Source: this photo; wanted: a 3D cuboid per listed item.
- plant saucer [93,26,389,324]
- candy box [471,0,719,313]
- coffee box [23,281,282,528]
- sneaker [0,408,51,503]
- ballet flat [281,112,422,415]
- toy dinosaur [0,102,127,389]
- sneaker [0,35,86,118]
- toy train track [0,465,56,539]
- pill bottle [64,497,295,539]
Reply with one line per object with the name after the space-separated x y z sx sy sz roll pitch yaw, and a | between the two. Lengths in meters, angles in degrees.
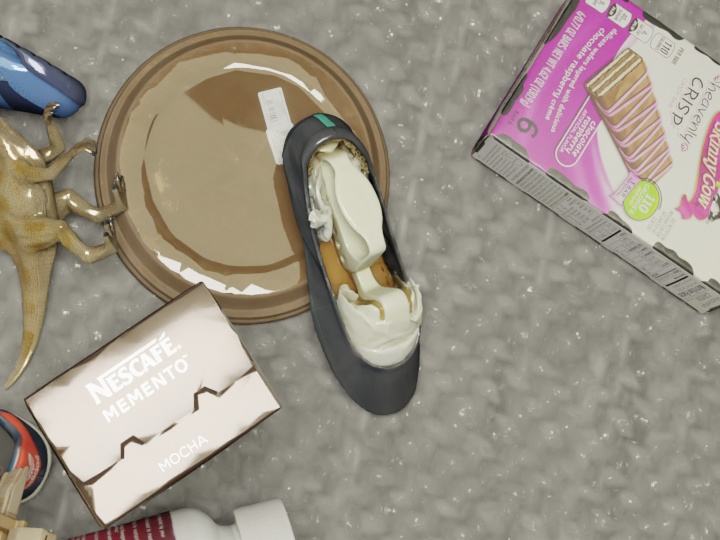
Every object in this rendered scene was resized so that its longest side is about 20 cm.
-0.077 -0.066 0.899 0.197 0.029 0.203 1 81 -7 | plant saucer
0.194 -0.084 0.921 0.199 0.061 0.137 33 78 -3 | candy box
-0.117 0.080 0.785 0.112 0.200 0.080 -33 87 -11 | coffee box
-0.284 0.088 0.819 0.198 0.085 0.076 15 80 -5 | sneaker
0.000 0.000 0.855 0.072 0.073 0.202 -17 100 -10 | ballet flat
-0.199 -0.032 0.854 0.100 0.058 0.202 -6 111 8 | toy dinosaur
-0.272 -0.118 0.860 0.197 0.074 0.083 13 86 -1 | sneaker
-0.244 0.168 0.768 0.032 0.199 0.116 33 52 -36 | toy train track
-0.132 0.205 0.811 0.198 0.110 0.111 -14 84 -9 | pill bottle
